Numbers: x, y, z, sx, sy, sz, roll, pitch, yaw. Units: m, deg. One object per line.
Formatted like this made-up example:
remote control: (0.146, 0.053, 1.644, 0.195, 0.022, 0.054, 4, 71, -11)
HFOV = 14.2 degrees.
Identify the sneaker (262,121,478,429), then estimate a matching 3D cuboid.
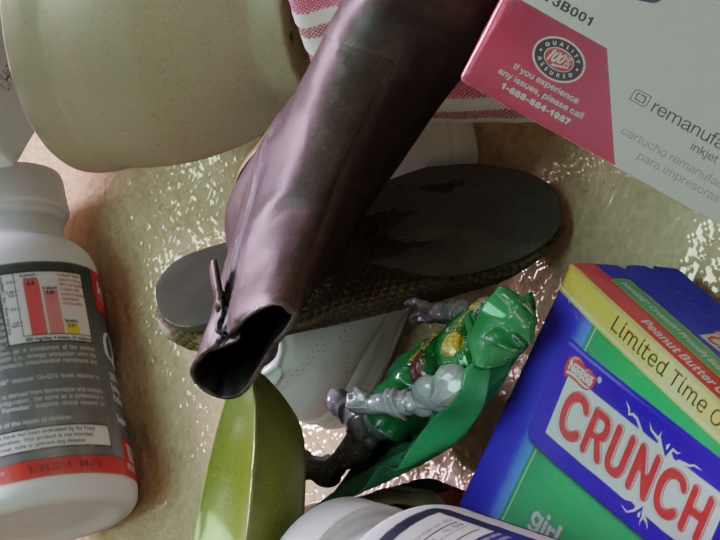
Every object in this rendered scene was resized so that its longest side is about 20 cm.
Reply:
sneaker: (-0.011, -0.009, 1.418, 0.075, 0.088, 0.201, 51, 125, 49)

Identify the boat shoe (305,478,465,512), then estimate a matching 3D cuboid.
boat shoe: (-0.017, 0.147, 1.418, 0.200, 0.062, 0.072, -19, 67, 39)

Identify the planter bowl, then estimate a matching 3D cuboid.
planter bowl: (-0.074, -0.147, 1.446, 0.134, 0.200, 0.201, 3, 90, 23)

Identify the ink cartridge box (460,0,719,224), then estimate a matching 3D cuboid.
ink cartridge box: (0.153, -0.138, 1.186, 0.144, 0.084, 0.200, 29, 116, 3)

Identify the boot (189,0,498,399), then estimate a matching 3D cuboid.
boot: (-0.005, -0.046, 1.267, 0.200, 0.072, 0.167, -48, 20, 50)

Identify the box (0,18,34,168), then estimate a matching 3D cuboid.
box: (-0.246, -0.185, 1.574, 0.130, 0.199, 0.201, -3, 53, 50)

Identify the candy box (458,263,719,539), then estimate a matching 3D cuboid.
candy box: (0.126, 0.125, 1.259, 0.169, 0.077, 0.201, 45, 120, 40)

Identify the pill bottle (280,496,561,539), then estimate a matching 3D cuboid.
pill bottle: (0.053, 0.162, 1.198, 0.200, 0.115, 0.116, 15, 99, 47)

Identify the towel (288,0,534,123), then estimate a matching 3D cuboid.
towel: (0.025, -0.140, 1.300, 0.146, 0.030, 0.200, 1, 134, 23)

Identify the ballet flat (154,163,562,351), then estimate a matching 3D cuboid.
ballet flat: (0.000, 0.000, 1.371, 0.046, 0.199, 0.068, 72, -178, -55)

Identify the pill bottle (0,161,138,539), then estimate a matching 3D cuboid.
pill bottle: (-0.197, 0.048, 1.619, 0.116, 0.116, 0.201, -30, 66, 45)

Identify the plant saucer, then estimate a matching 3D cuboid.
plant saucer: (-0.055, 0.144, 1.336, 0.200, 0.031, 0.201, -172, 90, -81)

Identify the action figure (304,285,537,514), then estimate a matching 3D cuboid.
action figure: (0.029, 0.051, 1.318, 0.055, 0.118, 0.200, 40, 146, -7)
